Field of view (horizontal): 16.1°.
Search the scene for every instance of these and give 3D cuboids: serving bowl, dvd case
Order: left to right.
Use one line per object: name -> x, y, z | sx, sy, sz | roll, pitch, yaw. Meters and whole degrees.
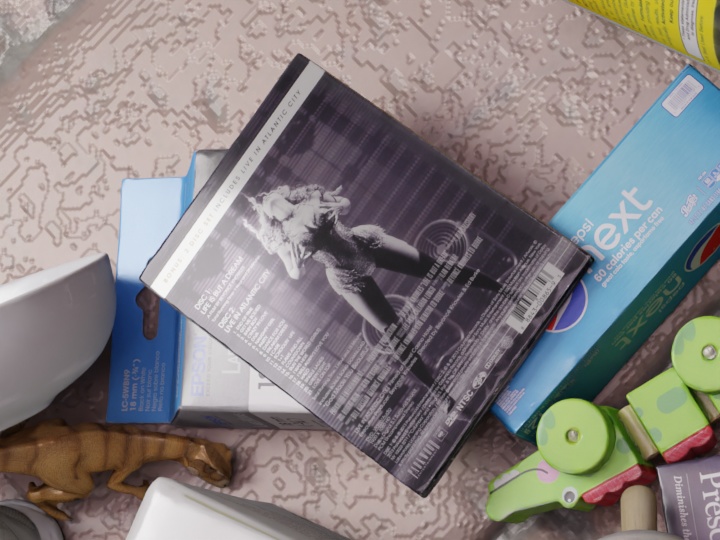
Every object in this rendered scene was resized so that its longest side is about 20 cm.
serving bowl -> -0.217, 0.057, 1.357 | 0.199, 0.200, 0.066 | -20, 95, 13
dvd case -> 0.000, 0.000, 1.313 | 0.200, 0.016, 0.149 | 36, 91, 22

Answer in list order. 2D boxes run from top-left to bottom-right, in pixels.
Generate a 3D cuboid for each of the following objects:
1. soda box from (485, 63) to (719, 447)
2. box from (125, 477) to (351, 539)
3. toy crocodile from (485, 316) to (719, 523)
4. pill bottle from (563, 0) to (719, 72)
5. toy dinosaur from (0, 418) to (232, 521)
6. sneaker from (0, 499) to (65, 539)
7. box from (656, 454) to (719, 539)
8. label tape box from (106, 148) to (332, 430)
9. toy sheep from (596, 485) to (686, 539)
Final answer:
soda box -> 0.132, -0.005, 1.312 | 0.064, 0.068, 0.200 | 44, 94, 22
box -> -0.032, 0.235, 1.264 | 0.199, 0.171, 0.200 | 23, 88, 20
toy crocodile -> 0.153, 0.077, 1.290 | 0.200, 0.067, 0.062 | -32, 72, 10
pill bottle -> 0.156, -0.176, 1.305 | 0.200, 0.112, 0.113 | 29, 89, 33
toy dinosaur -> -0.168, 0.098, 1.359 | 0.199, 0.106, 0.061 | -3, 77, -27
sneaker -> -0.211, 0.221, 1.367 | 0.075, 0.092, 0.201 | -2, 80, 17
box -> 0.233, 0.184, 1.241 | 0.141, 0.079, 0.201 | -12, 76, 13
label tape box -> -0.053, 0.011, 1.372 | 0.199, 0.063, 0.145 | -1, 79, 17
toy sheep -> 0.136, 0.187, 1.169 | 0.137, 0.138, 0.201 | -11, 46, 16
